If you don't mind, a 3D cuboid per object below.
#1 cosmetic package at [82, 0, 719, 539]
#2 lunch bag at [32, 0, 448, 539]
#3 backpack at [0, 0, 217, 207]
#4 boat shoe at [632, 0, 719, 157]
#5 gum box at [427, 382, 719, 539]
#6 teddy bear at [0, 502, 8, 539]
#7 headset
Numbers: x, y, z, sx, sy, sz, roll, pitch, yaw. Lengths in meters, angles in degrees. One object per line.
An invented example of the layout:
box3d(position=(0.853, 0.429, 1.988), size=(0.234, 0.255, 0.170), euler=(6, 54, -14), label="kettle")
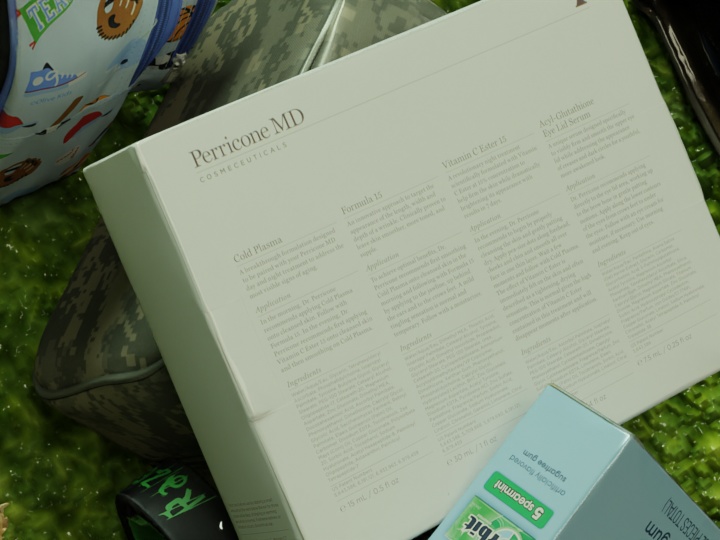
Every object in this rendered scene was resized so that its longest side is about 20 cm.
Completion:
box3d(position=(0.026, -0.004, 0.790), size=(0.199, 0.052, 0.152), euler=(-24, 96, -30), label="cosmetic package")
box3d(position=(0.000, 0.000, 0.887), size=(0.167, 0.139, 0.201), euler=(34, 66, -25), label="lunch bag")
box3d(position=(-0.134, -0.126, 0.843), size=(0.154, 0.190, 0.201), euler=(-30, 84, -24), label="backpack")
box3d(position=(0.147, -0.129, 1.004), size=(0.060, 0.072, 0.202), euler=(-28, 87, -28), label="boat shoe")
box3d(position=(0.053, 0.162, 0.789), size=(0.200, 0.044, 0.170), euler=(-52, 136, -6), label="gum box")
box3d(position=(-0.142, 0.173, 0.827), size=(0.145, 0.067, 0.200), euler=(-43, 97, -15), label="teddy bear")
box3d(position=(-0.033, 0.163, 0.834), size=(0.094, 0.123, 0.201), euler=(-36, 106, -15), label="headset")
